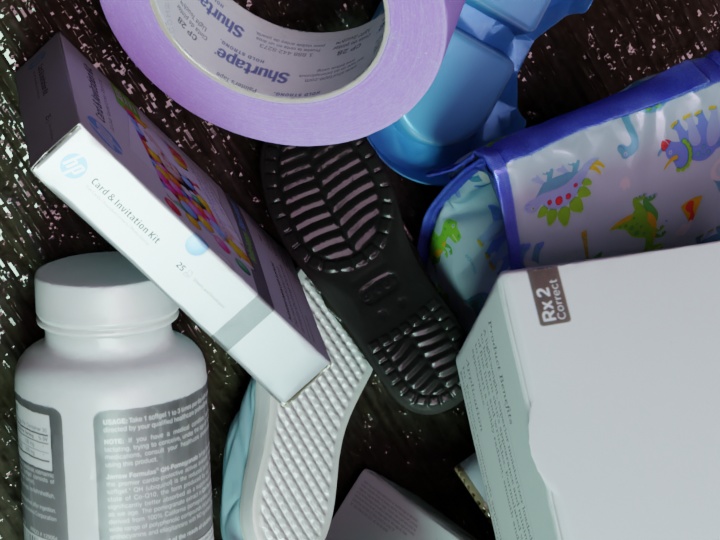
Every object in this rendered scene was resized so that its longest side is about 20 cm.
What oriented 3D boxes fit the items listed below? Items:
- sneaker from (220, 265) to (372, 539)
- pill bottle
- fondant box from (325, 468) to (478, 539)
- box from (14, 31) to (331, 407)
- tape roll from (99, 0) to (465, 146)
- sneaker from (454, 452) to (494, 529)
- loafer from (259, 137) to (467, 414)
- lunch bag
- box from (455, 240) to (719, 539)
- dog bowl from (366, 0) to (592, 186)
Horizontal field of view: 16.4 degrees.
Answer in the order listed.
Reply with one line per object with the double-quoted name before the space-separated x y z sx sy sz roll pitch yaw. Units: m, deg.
"sneaker" -0.047 0.079 1.488 0.074 0.082 0.201 26 69 -27
"pill bottle" -0.141 0.096 1.428 0.110 0.111 0.201 -7 106 -20
"fondant box" 0.008 0.241 1.500 0.058 0.144 0.200 33 90 -42
"box" -0.106 -0.030 1.384 0.041 0.156 0.200 -43 114 9
"tape roll" -0.042 -0.165 1.361 0.199 0.066 0.201 10 134 10
"sneaker" 0.156 0.167 1.524 0.112 0.071 0.200 -36 108 -1
"loafer" 0.000 0.000 1.455 0.073 0.071 0.201 -25 77 -5
"lunch bag" 0.129 -0.032 1.451 0.169 0.128 0.200 -23 151 -21
"box" 0.173 0.100 1.334 0.199 0.131 0.200 -8 70 -12
"dog bowl" 0.064 -0.149 1.481 0.111 0.050 0.201 27 93 -24
